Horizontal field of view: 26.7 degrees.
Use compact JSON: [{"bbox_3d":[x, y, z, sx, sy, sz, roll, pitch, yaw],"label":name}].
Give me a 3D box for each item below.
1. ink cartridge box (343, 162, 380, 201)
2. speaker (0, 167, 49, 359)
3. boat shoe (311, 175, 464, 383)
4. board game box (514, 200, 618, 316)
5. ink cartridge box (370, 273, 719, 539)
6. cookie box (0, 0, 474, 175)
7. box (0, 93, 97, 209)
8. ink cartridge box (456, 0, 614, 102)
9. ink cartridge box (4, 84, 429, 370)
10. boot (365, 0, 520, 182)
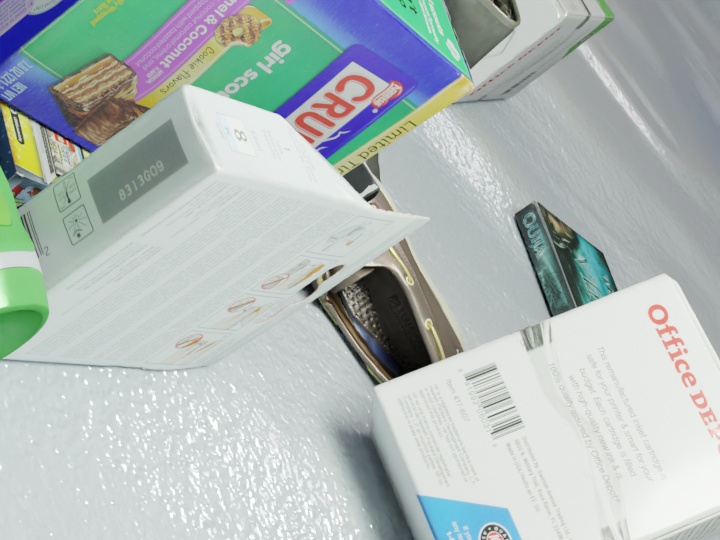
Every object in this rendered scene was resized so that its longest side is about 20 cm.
[{"bbox_3d":[-0.080,-0.107,0.937,0.201,0.094,0.037,56,-18,4],"label":"ink cartridge box"},{"bbox_3d":[-0.203,-0.054,0.628,0.202,0.088,0.088,61,23,12],"label":"speaker"},{"bbox_3d":[0.000,0.000,0.984,0.201,0.071,0.060,57,20,-13],"label":"boat shoe"},{"bbox_3d":[0.215,0.043,1.407,0.135,0.028,0.202,32,33,-47],"label":"board game box"},{"bbox_3d":[0.122,0.111,0.902,0.085,0.198,0.147,93,-24,-64],"label":"ink cartridge box"},{"bbox_3d":[-0.067,-0.119,0.776,0.199,0.170,0.076,30,36,-46],"label":"cookie box"},{"bbox_3d":[-0.166,-0.100,0.821,0.136,0.037,0.202,26,38,-51],"label":"box"},{"bbox_3d":[0.154,-0.241,1.508,0.085,0.145,0.200,57,22,7],"label":"ink cartridge box"},{"bbox_3d":[-0.077,-0.012,0.725,0.199,0.159,0.048,8,52,-61],"label":"ink cartridge box"},{"bbox_3d":[0.032,-0.109,1.019,0.183,0.199,0.072,60,24,11],"label":"boot"}]
